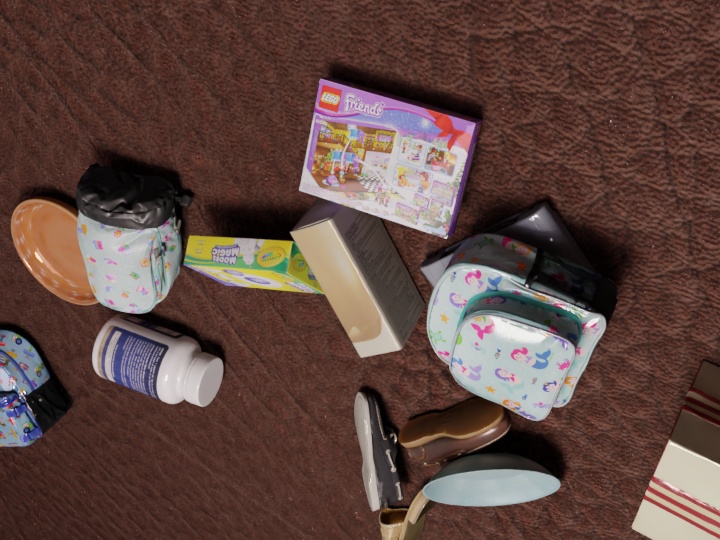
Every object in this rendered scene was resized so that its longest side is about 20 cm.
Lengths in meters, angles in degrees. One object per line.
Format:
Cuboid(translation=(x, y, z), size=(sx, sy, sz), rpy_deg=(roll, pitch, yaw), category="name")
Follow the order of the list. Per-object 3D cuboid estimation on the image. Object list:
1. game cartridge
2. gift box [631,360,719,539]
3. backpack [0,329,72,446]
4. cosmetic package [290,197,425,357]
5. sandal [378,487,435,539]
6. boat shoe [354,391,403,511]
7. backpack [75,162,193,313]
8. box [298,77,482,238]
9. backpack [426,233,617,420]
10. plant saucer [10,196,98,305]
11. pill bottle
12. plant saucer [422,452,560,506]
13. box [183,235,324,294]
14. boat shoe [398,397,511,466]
Cuboid(translation=(0.183, 0.008, 1.073), size=(0.198, 0.042, 0.134), rpy_deg=(-27, 103, 40), category="game cartridge")
Cuboid(translation=(0.445, 0.250, 1.013), size=(0.184, 0.185, 0.203), rpy_deg=(23, 136, 24), category="gift box")
Cuboid(translation=(-0.678, 0.219, 1.649), size=(0.179, 0.135, 0.203), rpy_deg=(-3, 119, 30), category="backpack")
Cuboid(translation=(0.000, 0.000, 1.124), size=(0.070, 0.105, 0.202), rpy_deg=(-14, 114, 34), category="cosmetic package")
Cuboid(translation=(0.065, 0.412, 1.427), size=(0.069, 0.077, 0.214), rpy_deg=(39, 130, 25), category="sandal")
Cuboid(translation=(0.031, 0.278, 1.340), size=(0.059, 0.074, 0.204), rpy_deg=(-11, 106, -11), category="boat shoe")
Cuboid(translation=(-0.338, -0.040, 1.269), size=(0.164, 0.127, 0.203), rpy_deg=(16, 133, 14), category="backpack")
Cuboid(translation=(0.033, -0.135, 1.019), size=(0.197, 0.039, 0.139), rpy_deg=(19, 110, 16), category="box")
Cuboid(translation=(0.174, 0.061, 1.002), size=(0.197, 0.151, 0.180), rpy_deg=(27, 134, 15), category="backpack")
Cuboid(translation=(-0.482, -0.036, 1.414), size=(0.196, 0.038, 0.203), rpy_deg=(15, 128, 19), category="plant saucer")
Cuboid(translation=(-0.329, 0.152, 1.415), size=(0.196, 0.111, 0.113), rpy_deg=(17, 130, 18), category="pill bottle")
Cuboid(translation=(0.186, 0.297, 1.241), size=(0.196, 0.039, 0.202), rpy_deg=(-1, 152, -1), category="plant saucer")
Cuboid(translation=(-0.130, -0.007, 1.190), size=(0.196, 0.049, 0.117), rpy_deg=(2, 165, 27), category="box")
Cuboid(translation=(0.145, 0.237, 1.243), size=(0.071, 0.071, 0.198), rpy_deg=(48, 139, -17), category="boat shoe")
